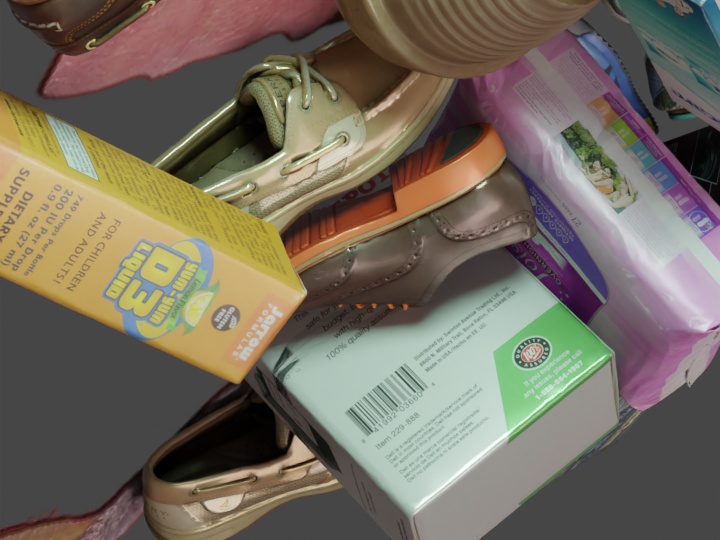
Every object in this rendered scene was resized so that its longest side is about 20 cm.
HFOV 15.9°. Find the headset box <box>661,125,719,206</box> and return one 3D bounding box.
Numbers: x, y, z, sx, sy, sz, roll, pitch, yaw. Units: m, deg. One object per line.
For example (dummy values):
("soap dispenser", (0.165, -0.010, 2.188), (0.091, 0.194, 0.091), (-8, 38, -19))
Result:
("headset box", (0.252, -0.026, 1.543), (0.148, 0.200, 0.078), (22, 71, -26))

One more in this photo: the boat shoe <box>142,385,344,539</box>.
("boat shoe", (-0.039, 0.095, 1.535), (0.199, 0.071, 0.065), (-31, 146, -21))

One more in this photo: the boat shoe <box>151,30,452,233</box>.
("boat shoe", (-0.032, -0.075, 1.341), (0.200, 0.071, 0.065), (-42, 141, -9))

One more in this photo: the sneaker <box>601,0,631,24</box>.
("sneaker", (0.205, -0.213, 1.427), (0.200, 0.075, 0.116), (-54, -179, 13))

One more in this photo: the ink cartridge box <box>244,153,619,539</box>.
("ink cartridge box", (0.025, 0.044, 1.434), (0.146, 0.200, 0.084), (-37, 150, -13))

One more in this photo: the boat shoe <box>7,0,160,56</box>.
("boat shoe", (-0.080, -0.179, 1.184), (0.200, 0.070, 0.070), (-38, 141, 3))

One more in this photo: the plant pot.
("plant pot", (0.079, -0.188, 1.275), (0.200, 0.092, 0.202), (-19, 118, -40))

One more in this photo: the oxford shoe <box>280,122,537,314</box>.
("oxford shoe", (0.000, 0.000, 1.375), (0.199, 0.071, 0.073), (-28, 108, 15))

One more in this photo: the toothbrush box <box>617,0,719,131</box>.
("toothbrush box", (0.207, -0.160, 1.284), (0.147, 0.085, 0.200), (-51, 149, -3))

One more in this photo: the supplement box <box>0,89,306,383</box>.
("supplement box", (-0.124, -0.018, 1.252), (0.199, 0.069, 0.067), (25, 109, -35))

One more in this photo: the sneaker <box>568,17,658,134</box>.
("sneaker", (0.113, -0.099, 1.497), (0.078, 0.066, 0.200), (-45, 149, -2))

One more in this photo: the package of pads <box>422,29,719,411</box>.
("package of pads", (0.127, -0.029, 1.407), (0.076, 0.200, 0.121), (-34, 167, -26))

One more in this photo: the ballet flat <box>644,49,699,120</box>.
("ballet flat", (0.210, -0.136, 1.553), (0.072, 0.072, 0.200), (-56, 174, 16))

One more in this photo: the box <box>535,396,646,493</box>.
("box", (0.132, 0.093, 1.690), (0.157, 0.051, 0.200), (-29, 166, -25))
